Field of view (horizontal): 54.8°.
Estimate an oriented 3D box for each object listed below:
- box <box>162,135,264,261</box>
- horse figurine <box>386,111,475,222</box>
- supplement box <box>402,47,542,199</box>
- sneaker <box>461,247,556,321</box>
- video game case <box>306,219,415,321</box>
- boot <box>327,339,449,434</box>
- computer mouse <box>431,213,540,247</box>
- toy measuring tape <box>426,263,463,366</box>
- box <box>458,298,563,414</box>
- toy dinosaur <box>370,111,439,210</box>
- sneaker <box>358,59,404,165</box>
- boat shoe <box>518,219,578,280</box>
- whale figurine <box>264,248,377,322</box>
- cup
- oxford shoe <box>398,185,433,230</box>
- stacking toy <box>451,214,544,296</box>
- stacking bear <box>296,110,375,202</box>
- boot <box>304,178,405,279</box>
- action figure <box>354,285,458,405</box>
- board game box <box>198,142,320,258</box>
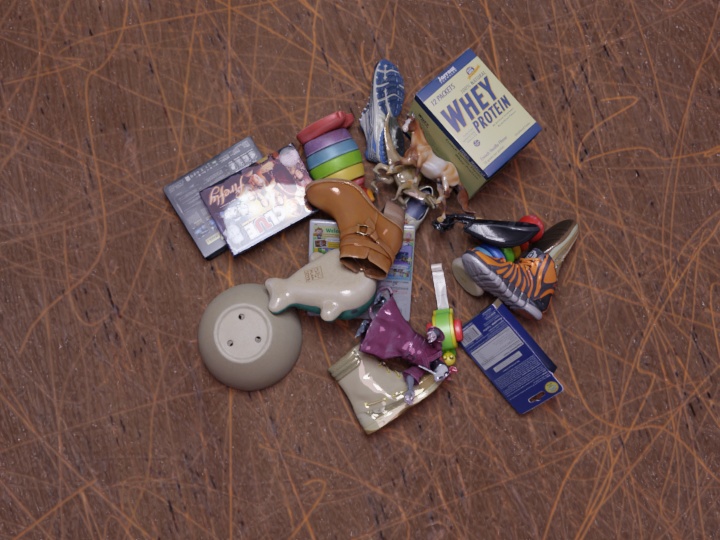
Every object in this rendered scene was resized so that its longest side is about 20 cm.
[{"bbox_3d":[-0.252,-0.138,1.331,0.199,0.051,0.159,-34,85,-8],"label":"box"},{"bbox_3d":[0.131,-0.176,1.262,0.199,0.050,0.133,38,51,-14],"label":"horse figurine"},{"bbox_3d":[0.200,-0.263,1.302,0.134,0.200,0.200,-41,86,-8],"label":"supplement box"},{"bbox_3d":[0.276,-0.005,1.265,0.199,0.077,0.113,36,78,-22],"label":"sneaker"},{"bbox_3d":[0.000,0.000,1.308,0.197,0.022,0.185,3,102,1],"label":"video game case"},{"bbox_3d":[0.054,0.188,1.298,0.199,0.073,0.156,-33,84,-5],"label":"boot"},{"bbox_3d":[0.235,-0.074,1.310,0.197,0.140,0.047,5,102,10],"label":"computer mouse"},{"bbox_3d":[0.153,0.077,1.304,0.072,0.074,0.203,-4,74,-4],"label":"toy measuring tape"},{"bbox_3d":[0.277,0.163,1.296,0.201,0.121,0.032,51,41,5],"label":"box"},{"bbox_3d":[0.066,-0.185,1.300,0.100,0.058,0.201,-30,88,-23],"label":"toy dinosaur"},{"bbox_3d":[0.032,-0.305,1.349,0.076,0.085,0.203,0,92,-42],"label":"sneaker"},{"bbox_3d":[0.360,-0.010,1.353,0.200,0.072,0.076,-45,107,-5],"label":"boat shoe"},{"bbox_3d":[-0.068,0.039,1.241,0.197,0.105,0.160,-13,48,-6],"label":"whale figurine"},{"bbox_3d":[-0.204,0.116,1.254,0.197,0.143,0.203,1,82,-4],"label":"cup"},{"bbox_3d":[0.075,-0.083,1.333,0.070,0.074,0.201,31,82,0],"label":"oxford shoe"},{"bbox_3d":[0.273,-0.041,1.343,0.199,0.085,0.086,-38,86,-14],"label":"stacking toy"},{"bbox_3d":[-0.035,-0.185,1.326,0.113,0.121,0.202,-22,93,14],"label":"stacking bear"},{"bbox_3d":[-0.020,-0.074,1.217,0.197,0.074,0.156,17,52,2],"label":"boot"},{"bbox_3d":[0.086,0.141,1.253,0.199,0.149,0.135,34,101,-9],"label":"action figure"},{"bbox_3d":[-0.180,-0.131,1.294,0.198,0.035,0.137,-30,88,-9],"label":"board game box"}]
